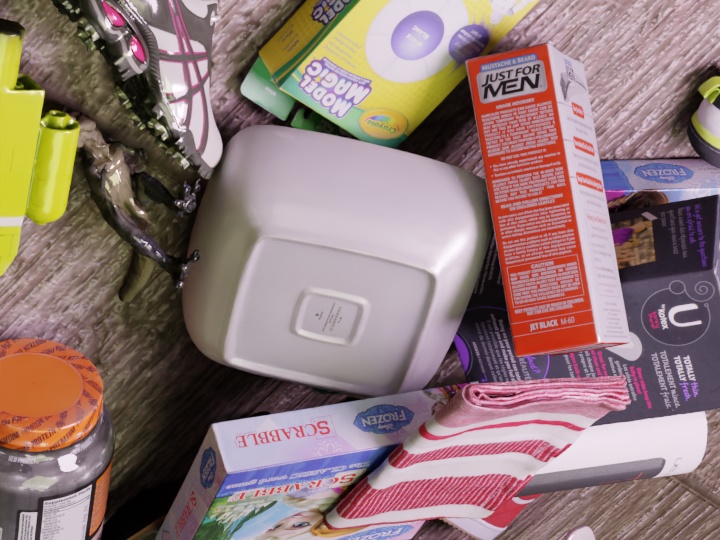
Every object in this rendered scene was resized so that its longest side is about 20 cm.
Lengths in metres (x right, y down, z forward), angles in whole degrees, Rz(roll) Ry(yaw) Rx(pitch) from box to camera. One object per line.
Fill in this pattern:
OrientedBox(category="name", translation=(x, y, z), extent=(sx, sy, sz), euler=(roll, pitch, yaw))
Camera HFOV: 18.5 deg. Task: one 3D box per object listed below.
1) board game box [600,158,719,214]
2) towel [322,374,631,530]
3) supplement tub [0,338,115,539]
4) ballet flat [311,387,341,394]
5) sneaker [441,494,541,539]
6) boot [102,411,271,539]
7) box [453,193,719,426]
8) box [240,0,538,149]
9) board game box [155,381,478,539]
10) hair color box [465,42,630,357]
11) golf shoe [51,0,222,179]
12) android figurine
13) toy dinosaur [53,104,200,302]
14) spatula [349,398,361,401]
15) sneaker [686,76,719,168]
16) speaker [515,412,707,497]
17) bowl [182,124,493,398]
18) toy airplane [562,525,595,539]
OrientedBox(category="board game box", translation=(0.230, 0.003, 1.720), extent=(0.199, 0.043, 0.200), euler=(-4, 131, -25))
OrientedBox(category="towel", translation=(0.079, 0.130, 1.525), extent=(0.144, 0.023, 0.200), euler=(-1, 150, -34))
OrientedBox(category="supplement tub", translation=(-0.239, 0.153, 1.560), extent=(0.122, 0.123, 0.200), euler=(-6, 131, -23))
OrientedBox(category="ballet flat", translation=(0.000, 0.000, 1.596), extent=(0.074, 0.074, 0.200), euler=(-5, 133, -23))
OrientedBox(category="sneaker", translation=(0.086, 0.146, 1.756), extent=(0.112, 0.071, 0.200), euler=(-40, 143, 17))
OrientedBox(category="boot", translation=(-0.122, 0.203, 1.676), extent=(0.200, 0.075, 0.097), euler=(-36, 108, 3))
OrientedBox(category="box", translation=(0.177, 0.035, 1.606), extent=(0.200, 0.106, 0.122), euler=(-9, 121, 18))
OrientedBox(category="box", translation=(0.023, -0.160, 1.466), extent=(0.200, 0.048, 0.117), euler=(-45, 134, 17))
OrientedBox(category="board game box", translation=(-0.030, 0.153, 1.572), extent=(0.200, 0.041, 0.200), euler=(-8, 154, -21))
OrientedBox(category="hair color box", translation=(0.127, -0.044, 1.487), extent=(0.064, 0.200, 0.111), euler=(-9, 175, 17))
OrientedBox(category="golf shoe", translation=(-0.117, -0.134, 1.400), extent=(0.088, 0.077, 0.200), euler=(-42, 145, -11))
OrientedBox(category="android figurine", translation=(-0.264, -0.058, 1.359), extent=(0.182, 0.041, 0.200), euler=(0, 114, -34))
OrientedBox(category="toy dinosaur", translation=(-0.147, -0.037, 1.472), extent=(0.047, 0.088, 0.200), euler=(-50, 146, -29))
OrientedBox(category="spatula", translation=(-0.075, 0.164, 1.726), extent=(0.200, 0.021, 0.057), euler=(-36, 132, 6))
OrientedBox(category="sneaker", translation=(0.339, -0.116, 1.649), extent=(0.200, 0.072, 0.083), euler=(-2, 128, -26))
OrientedBox(category="speaker", translation=(0.169, 0.129, 1.717), extent=(0.200, 0.081, 0.081), euler=(-5, 131, -28))
OrientedBox(category="bowl", translation=(-0.019, 0.010, 1.502), extent=(0.199, 0.075, 0.200), euler=(13, 132, -7))
OrientedBox(category="toy airplane", translation=(0.119, 0.270, 1.784), extent=(0.200, 0.199, 0.141), euler=(-28, 108, 22))
